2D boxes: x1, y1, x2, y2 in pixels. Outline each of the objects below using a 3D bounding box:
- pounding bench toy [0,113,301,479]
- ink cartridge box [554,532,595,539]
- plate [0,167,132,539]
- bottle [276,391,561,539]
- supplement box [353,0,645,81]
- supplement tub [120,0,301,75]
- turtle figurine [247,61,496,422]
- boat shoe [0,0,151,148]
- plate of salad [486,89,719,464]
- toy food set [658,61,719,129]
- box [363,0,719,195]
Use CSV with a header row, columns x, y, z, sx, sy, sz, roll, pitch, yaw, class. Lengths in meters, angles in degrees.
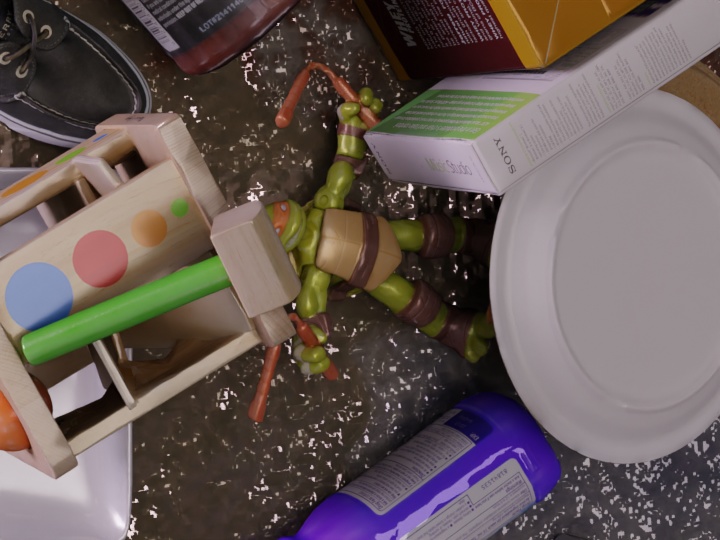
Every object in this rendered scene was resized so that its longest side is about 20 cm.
x,y,z,sx,sy,sz,roll,pitch,yaw,class
-0.130,0.016,1.206,0.156,0.200,0.125,-31,103,-16,pounding bench toy
0.137,0.269,1.404,0.145,0.084,0.200,-42,105,-13,ink cartridge box
-0.217,0.044,1.300,0.199,0.032,0.201,1,92,-19,plate
0.013,0.145,1.357,0.200,0.083,0.065,-35,103,-16,bottle
0.059,-0.219,1.298,0.133,0.200,0.198,-34,102,-16,supplement box
-0.113,-0.206,1.289,0.107,0.107,0.200,-44,104,-13,supplement tub
0.000,0.000,1.356,0.161,0.064,0.201,18,70,-29,turtle figurine
-0.193,-0.124,1.289,0.200,0.057,0.069,31,82,-17,boat shoe
0.141,0.003,1.333,0.199,0.048,0.201,-1,91,-36,plate of salad
0.159,-0.032,1.406,0.200,0.049,0.199,31,74,-33,toy food set
0.112,-0.107,1.294,0.200,0.144,0.036,-33,106,-15,box
